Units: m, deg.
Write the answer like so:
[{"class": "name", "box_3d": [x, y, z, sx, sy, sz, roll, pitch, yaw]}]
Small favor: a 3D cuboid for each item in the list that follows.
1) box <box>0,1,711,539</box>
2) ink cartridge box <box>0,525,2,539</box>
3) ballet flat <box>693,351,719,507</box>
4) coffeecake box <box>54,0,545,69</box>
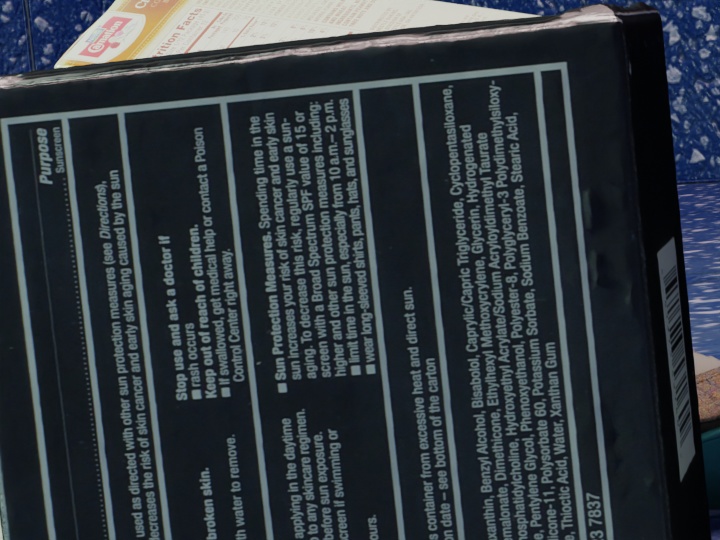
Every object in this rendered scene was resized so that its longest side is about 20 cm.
[{"class": "box", "box_3d": [-0.002, 0.028, 0.846, 0.198, 0.200, 0.123, -5, 5, 12]}, {"class": "ink cartridge box", "box_3d": [-0.199, 0.095, 0.980, 0.200, 0.044, 0.174, 11, 5, 23]}, {"class": "ballet flat", "box_3d": [0.101, 0.059, 1.081, 0.200, 0.067, 0.068, -8, -32, -35]}, {"class": "coffeecake box", "box_3d": [0.006, -0.018, 1.000, 0.200, 0.154, 0.073, 11, 44, 29]}]
